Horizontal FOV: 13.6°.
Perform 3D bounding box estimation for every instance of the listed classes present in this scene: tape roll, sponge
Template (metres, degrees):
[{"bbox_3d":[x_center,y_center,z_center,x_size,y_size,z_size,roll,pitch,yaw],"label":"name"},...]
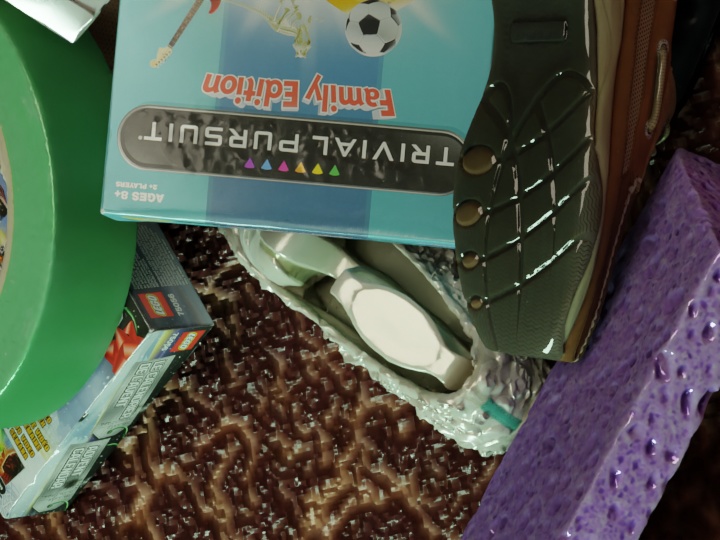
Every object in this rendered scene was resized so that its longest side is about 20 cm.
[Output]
[{"bbox_3d":[-0.177,-0.031,1.295,0.200,0.048,0.202,4,96,46],"label":"tape roll"},{"bbox_3d":[0.092,0.061,1.142,0.112,0.030,0.201,-101,36,-68],"label":"sponge"}]

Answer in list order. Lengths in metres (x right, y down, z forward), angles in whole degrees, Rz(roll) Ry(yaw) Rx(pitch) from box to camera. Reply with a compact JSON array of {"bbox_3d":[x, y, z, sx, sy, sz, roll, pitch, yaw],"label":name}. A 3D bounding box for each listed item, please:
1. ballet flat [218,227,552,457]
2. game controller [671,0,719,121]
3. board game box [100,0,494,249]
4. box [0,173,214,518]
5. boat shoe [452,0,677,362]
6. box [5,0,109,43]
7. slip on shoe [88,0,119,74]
[{"bbox_3d":[0.000,0.000,1.243,0.200,0.072,0.072,39,103,31],"label":"ballet flat"},{"bbox_3d":[0.064,-0.133,1.245,0.200,0.042,0.105,30,113,32],"label":"game controller"},{"bbox_3d":[-0.018,-0.114,1.199,0.150,0.047,0.201,5,88,4],"label":"board game box"},{"bbox_3d":[-0.154,-0.012,1.335,0.137,0.040,0.201,-50,60,36],"label":"box"},{"bbox_3d":[0.090,-0.065,1.155,0.075,0.074,0.201,10,94,48],"label":"boat shoe"},{"bbox_3d":[-0.119,-0.165,1.285,0.039,0.041,0.200,-46,23,25],"label":"box"},{"bbox_3d":[-0.089,-0.132,1.304,0.200,0.060,0.076,-32,68,38],"label":"slip on shoe"}]
